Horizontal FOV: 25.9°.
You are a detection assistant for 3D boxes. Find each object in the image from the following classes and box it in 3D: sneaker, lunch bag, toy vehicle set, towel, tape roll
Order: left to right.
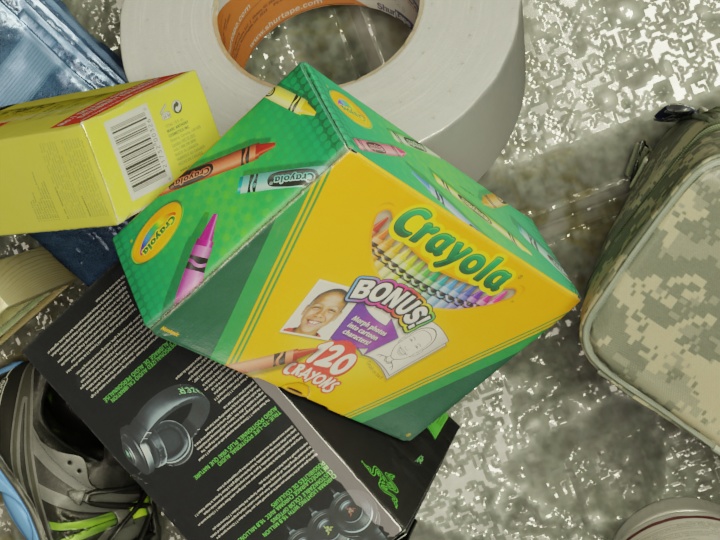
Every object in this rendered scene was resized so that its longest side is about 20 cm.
[{"bbox_3d":[-0.253,0.063,0.870,0.200,0.124,0.027,-40,90,11],"label":"toy vehicle set"},{"bbox_3d":[-0.183,-0.089,0.863,0.200,0.049,0.112,44,107,-9],"label":"towel"},{"bbox_3d":[-0.146,0.136,0.892,0.083,0.071,0.200,-35,89,17],"label":"sneaker"},{"bbox_3d":[-0.017,-0.115,0.791,0.200,0.066,0.201,-3,60,6],"label":"tape roll"},{"bbox_3d":[0.215,0.010,0.777,0.200,0.168,0.140,31,111,2],"label":"lunch bag"}]

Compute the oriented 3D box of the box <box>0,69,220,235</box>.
[{"bbox_3d":[-0.158,-0.052,0.756,0.200,0.075,0.050,-1,114,46],"label":"box"}]

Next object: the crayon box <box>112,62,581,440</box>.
[{"bbox_3d":[0.000,0.000,0.718,0.119,0.200,0.058,-41,52,17],"label":"crayon box"}]

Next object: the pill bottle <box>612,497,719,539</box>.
[{"bbox_3d":[0.170,0.185,0.788,0.109,0.200,0.110,1,97,8],"label":"pill bottle"}]

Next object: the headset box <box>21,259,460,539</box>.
[{"bbox_3d":[-0.048,0.070,0.815,0.093,0.174,0.200,-41,89,16],"label":"headset box"}]
